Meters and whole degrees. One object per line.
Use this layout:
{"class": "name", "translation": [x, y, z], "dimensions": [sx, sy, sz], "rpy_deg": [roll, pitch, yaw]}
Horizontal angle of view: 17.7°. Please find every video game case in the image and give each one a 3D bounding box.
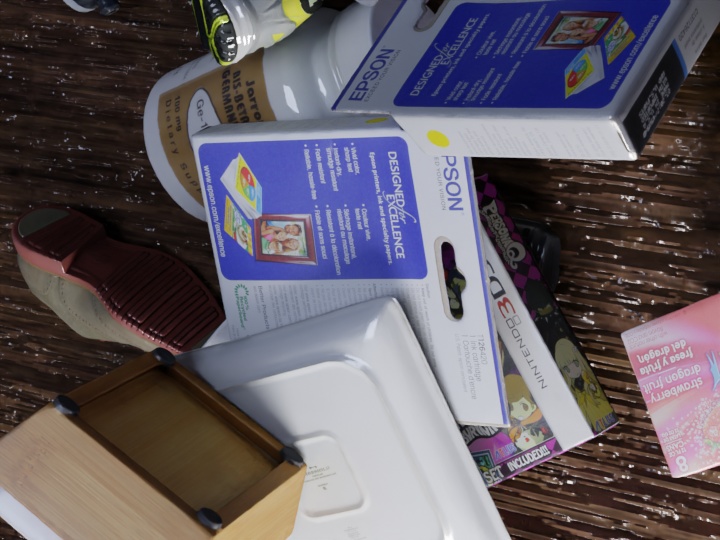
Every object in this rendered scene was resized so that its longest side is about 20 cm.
{"class": "video game case", "translation": [0.051, 0.058, 1.519], "dimensions": [0.200, 0.036, 0.181], "rpy_deg": [-30, 86, 42]}

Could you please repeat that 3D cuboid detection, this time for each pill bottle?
{"class": "pill bottle", "translation": [-0.039, -0.111, 1.544], "dimensions": [0.200, 0.114, 0.115], "rpy_deg": [-21, 83, 37]}

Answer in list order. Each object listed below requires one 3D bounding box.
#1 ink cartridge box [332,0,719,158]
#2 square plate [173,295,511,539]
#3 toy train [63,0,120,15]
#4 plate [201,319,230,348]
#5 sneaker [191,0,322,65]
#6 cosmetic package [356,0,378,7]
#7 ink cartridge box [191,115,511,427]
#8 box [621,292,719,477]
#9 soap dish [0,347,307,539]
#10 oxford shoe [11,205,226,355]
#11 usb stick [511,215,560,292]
{"class": "ink cartridge box", "translation": [0.113, -0.146, 1.377], "dimensions": [0.200, 0.198, 0.047], "rpy_deg": [3, 138, 40]}
{"class": "square plate", "translation": [-0.019, 0.127, 1.501], "dimensions": [0.200, 0.028, 0.198], "rpy_deg": [-16, 105, 36]}
{"class": "toy train", "translation": [-0.166, -0.260, 1.645], "dimensions": [0.200, 0.087, 0.114], "rpy_deg": [-30, 83, 36]}
{"class": "plate", "translation": [-0.071, 0.153, 1.633], "dimensions": [0.200, 0.032, 0.200], "rpy_deg": [58, 137, 14]}
{"class": "sneaker", "translation": [-0.073, -0.183, 1.512], "dimensions": [0.200, 0.076, 0.075], "rpy_deg": [-118, 12, -64]}
{"class": "cosmetic package", "translation": [0.027, -0.274, 1.438], "dimensions": [0.200, 0.102, 0.074], "rpy_deg": [-49, 29, 17]}
{"class": "ink cartridge box", "translation": [0.000, 0.000, 1.475], "dimensions": [0.200, 0.047, 0.198], "rpy_deg": [0, 109, 27]}
{"class": "box", "translation": [0.267, 0.042, 1.335], "dimensions": [0.200, 0.103, 0.095], "rpy_deg": [-25, 80, 36]}
{"class": "soap dish", "translation": [-0.127, 0.129, 1.434], "dimensions": [0.157, 0.200, 0.081], "rpy_deg": [38, 110, 9]}
{"class": "oxford shoe", "translation": [-0.173, 0.024, 1.710], "dimensions": [0.200, 0.070, 0.075], "rpy_deg": [33, 141, 28]}
{"class": "usb stick", "translation": [0.044, -0.020, 1.544], "dimensions": [0.200, 0.033, 0.056], "rpy_deg": [12, 99, 36]}
